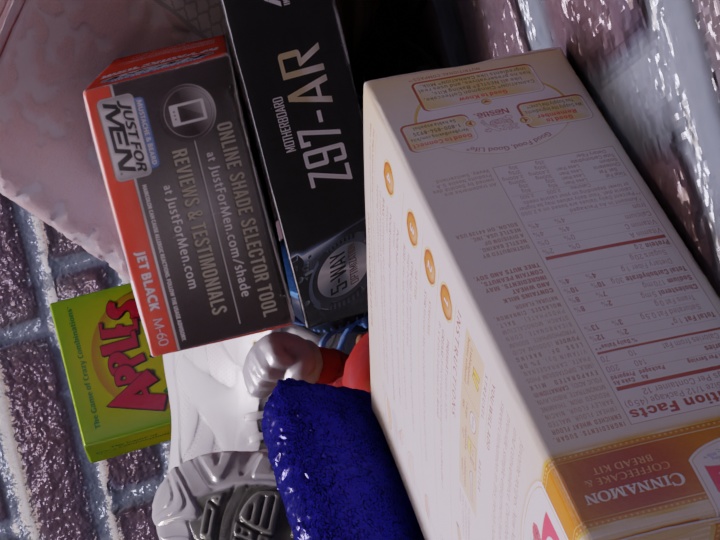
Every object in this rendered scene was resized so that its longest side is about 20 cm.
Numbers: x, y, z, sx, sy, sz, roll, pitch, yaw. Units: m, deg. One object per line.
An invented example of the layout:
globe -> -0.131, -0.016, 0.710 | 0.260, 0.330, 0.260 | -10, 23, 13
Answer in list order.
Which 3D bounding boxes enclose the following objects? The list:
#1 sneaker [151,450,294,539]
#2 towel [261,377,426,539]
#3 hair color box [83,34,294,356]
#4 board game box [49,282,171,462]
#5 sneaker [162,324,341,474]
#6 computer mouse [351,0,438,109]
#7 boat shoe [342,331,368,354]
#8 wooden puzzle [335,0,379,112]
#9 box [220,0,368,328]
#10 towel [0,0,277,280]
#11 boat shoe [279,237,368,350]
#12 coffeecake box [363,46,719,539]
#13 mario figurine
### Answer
sneaker -> 0.001, 0.142, 0.784 | 0.099, 0.199, 0.078 | 78, -144, -78
towel -> 0.049, 0.127, 0.638 | 0.050, 0.147, 0.201 | -48, 44, 25
hair color box -> -0.074, -0.041, 0.770 | 0.200, 0.063, 0.112 | -122, 18, -79
board game box -> -0.099, 0.050, 1.175 | 0.048, 0.198, 0.102 | 101, 153, -71
sneaker -> -0.055, 0.081, 0.981 | 0.116, 0.073, 0.201 | -45, 50, 42
computer mouse -> 0.026, -0.029, 0.749 | 0.141, 0.046, 0.201 | 105, 149, -71
boat shoe -> -0.022, 0.124, 1.042 | 0.069, 0.071, 0.202 | -4, 83, 41
wooden puzzle -> -0.020, -0.178, 0.866 | 0.200, 0.037, 0.186 | 83, 169, -65
box -> -0.029, -0.078, 0.764 | 0.200, 0.043, 0.161 | -113, 9, -76
towel -> -0.102, -0.093, 0.898 | 0.200, 0.032, 0.192 | 37, -117, -39
boat shoe -> 0.000, 0.000, 0.931 | 0.200, 0.084, 0.069 | -75, -34, -73
coffeecake box -> 0.062, 0.053, 0.545 | 0.201, 0.072, 0.154 | -113, 16, -46
mario figurine -> 0.005, 0.088, 0.853 | 0.200, 0.122, 0.107 | 93, 177, -76
